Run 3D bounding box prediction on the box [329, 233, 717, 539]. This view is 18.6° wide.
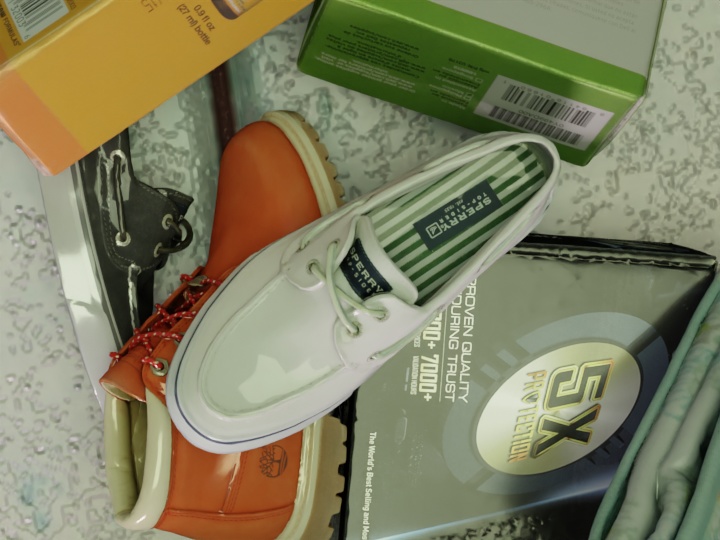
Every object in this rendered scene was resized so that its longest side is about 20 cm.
[{"bbox_3d":[0.070,0.083,1.025,0.163,0.086,0.200,4,94,-7],"label":"box"}]

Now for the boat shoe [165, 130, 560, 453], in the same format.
[{"bbox_3d":[0.000,0.000,0.928,0.200,0.067,0.074,-41,88,-13],"label":"boat shoe"}]

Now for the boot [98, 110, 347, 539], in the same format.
[{"bbox_3d":[-0.062,0.024,0.976,0.107,0.075,0.200,6,82,-29],"label":"boot"}]

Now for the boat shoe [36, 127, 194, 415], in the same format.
[{"bbox_3d":[-0.110,-0.032,1.009,0.066,0.070,0.200,-12,89,-3],"label":"boat shoe"}]

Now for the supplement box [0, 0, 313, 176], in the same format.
[{"bbox_3d":[-0.075,-0.129,0.928,0.200,0.069,0.067,-32,137,5],"label":"supplement box"}]

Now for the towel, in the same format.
[{"bbox_3d":[0.169,0.116,0.978,0.200,0.048,0.171,-58,139,-31],"label":"towel"}]

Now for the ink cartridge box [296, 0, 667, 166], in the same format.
[{"bbox_3d":[0.070,-0.169,1.013,0.148,0.076,0.200,18,65,-7],"label":"ink cartridge box"}]
